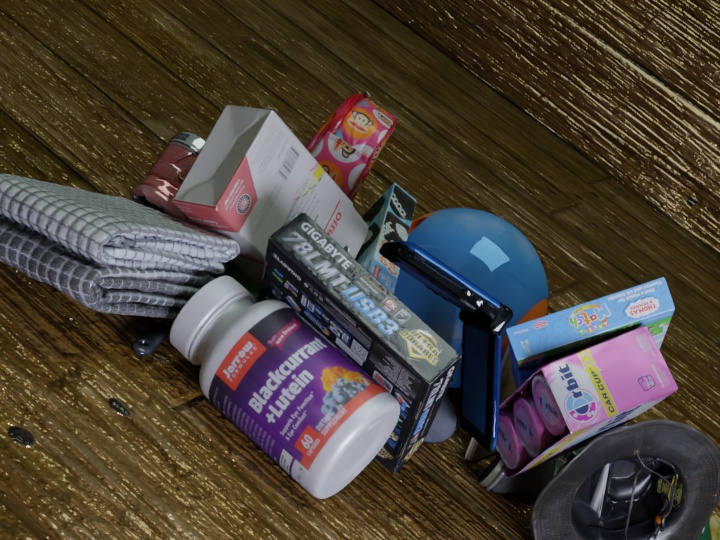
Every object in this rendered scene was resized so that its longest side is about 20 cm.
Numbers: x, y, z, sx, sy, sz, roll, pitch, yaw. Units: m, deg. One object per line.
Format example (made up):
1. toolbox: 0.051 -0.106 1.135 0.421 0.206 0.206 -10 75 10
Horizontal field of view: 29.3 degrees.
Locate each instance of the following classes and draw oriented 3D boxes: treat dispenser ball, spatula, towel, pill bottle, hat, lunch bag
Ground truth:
1. treat dispenser ball: 0.110 0.030 1.540 0.200 0.201 0.201 29 19 -11
2. spatula: -0.182 0.044 1.308 0.056 0.021 0.200 23 21 0
3. towel: -0.233 -0.019 1.244 0.165 0.086 0.200 22 6 30
4. pill bottle: -0.072 0.097 1.220 0.200 0.112 0.111 39 20 18
5. hat: 0.249 0.210 1.348 0.200 0.201 0.081 24 17 -27
6. lunch bag: -0.033 -0.118 1.678 0.082 0.200 0.176 34 16 -1

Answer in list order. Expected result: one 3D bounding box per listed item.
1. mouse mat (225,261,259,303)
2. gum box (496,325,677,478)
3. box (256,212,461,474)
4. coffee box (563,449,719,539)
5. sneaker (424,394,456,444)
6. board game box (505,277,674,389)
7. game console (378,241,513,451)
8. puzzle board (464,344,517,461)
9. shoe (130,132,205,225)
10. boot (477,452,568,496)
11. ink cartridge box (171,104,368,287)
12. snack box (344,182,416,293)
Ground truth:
1. mouse mat: -0.076 0.028 1.470 0.160 0.008 0.201 20 38 -36
2. gum box: 0.199 0.128 1.294 0.113 0.200 0.066 -20 75 -18
3. box: -0.012 0.072 1.272 0.200 0.199 0.050 41 62 16
4. coffee box: 0.318 0.261 1.559 0.200 0.044 0.123 37 19 10
5. sneaker: 0.037 0.104 1.352 0.200 0.074 0.087 47 -18 -21
6. board game box: 0.219 0.069 1.328 0.200 0.151 0.037 62 10 -74
7. game console: 0.071 0.065 1.295 0.170 0.119 0.200 33 -2 -4
8. puzzle board: 0.181 0.125 1.510 0.017 0.151 0.200 25 13 26
9. shoe: -0.147 -0.039 1.401 0.071 0.091 0.200 -3 -46 50
10. boot: 0.228 0.248 1.429 0.200 0.073 0.182 45 23 12
11. ink cartridge box: -0.082 -0.054 1.350 0.067 0.117 0.200 11 -26 40
12. snack box: 0.000 0.000 1.475 0.037 0.116 0.200 37 31 -13
